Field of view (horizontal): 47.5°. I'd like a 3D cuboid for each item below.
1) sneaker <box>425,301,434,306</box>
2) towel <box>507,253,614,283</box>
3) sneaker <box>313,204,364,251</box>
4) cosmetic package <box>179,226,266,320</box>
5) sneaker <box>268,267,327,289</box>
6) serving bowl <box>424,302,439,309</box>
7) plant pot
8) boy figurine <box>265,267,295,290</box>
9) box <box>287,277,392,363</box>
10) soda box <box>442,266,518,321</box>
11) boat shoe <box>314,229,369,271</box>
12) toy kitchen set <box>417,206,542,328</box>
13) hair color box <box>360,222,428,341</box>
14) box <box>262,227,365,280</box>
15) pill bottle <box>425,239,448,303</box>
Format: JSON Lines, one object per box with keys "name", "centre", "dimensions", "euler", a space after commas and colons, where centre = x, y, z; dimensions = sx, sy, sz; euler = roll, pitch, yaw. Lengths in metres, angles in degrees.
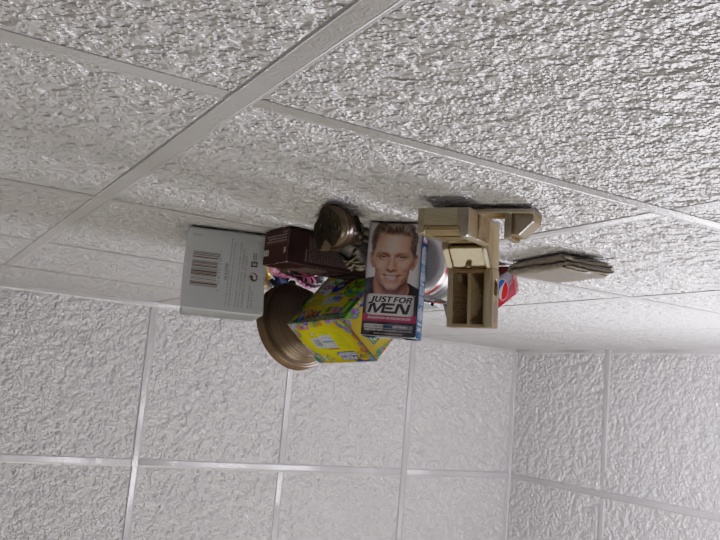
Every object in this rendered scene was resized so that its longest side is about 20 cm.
{"name": "sneaker", "centre": [0.088, 0.044, 1.974], "dimensions": [0.200, 0.088, 0.074], "euler": [0, 170, 31]}
{"name": "towel", "centre": [0.402, -0.004, 1.655], "dimensions": [0.132, 0.035, 0.200], "euler": [10, 171, -22]}
{"name": "sneaker", "centre": [-0.027, -0.076, 1.372], "dimensions": [0.075, 0.071, 0.200], "euler": [-12, 179, -14]}
{"name": "cosmetic package", "centre": [-0.287, 0.012, 1.712], "dimensions": [0.166, 0.168, 0.200], "euler": [6, 172, -12]}
{"name": "sneaker", "centre": [-0.111, -0.010, 1.817], "dimensions": [0.095, 0.079, 0.200], "euler": [-15, 162, 35]}
{"name": "serving bowl", "centre": [0.108, 0.057, 2.124], "dimensions": [0.200, 0.066, 0.200], "euler": [5, 172, 1]}
{"name": "plant pot", "centre": [-0.126, 0.113, 1.818], "dimensions": [0.201, 0.201, 0.093], "euler": [13, 149, -44]}
{"name": "boy figurine", "centre": [-0.240, 0.005, 1.884], "dimensions": [0.200, 0.064, 0.124], "euler": [25, -163, -41]}
{"name": "box", "centre": [-0.009, 0.084, 1.711], "dimensions": [0.200, 0.193, 0.122], "euler": [-10, 124, 52]}
{"name": "soda box", "centre": [0.255, 0.053, 1.723], "dimensions": [0.070, 0.064, 0.200], "euler": [-3, -162, 41]}
{"name": "boat shoe", "centre": [0.004, -0.035, 1.534], "dimensions": [0.200, 0.073, 0.074], "euler": [11, 170, -34]}
{"name": "toy kitchen set", "centre": [0.196, -0.002, 1.277], "dimensions": [0.163, 0.181, 0.200], "euler": [0, 175, 23]}
{"name": "hair color box", "centre": [0.061, 0.019, 1.433], "dimensions": [0.100, 0.200, 0.061], "euler": [2, 172, 15]}
{"name": "box", "centre": [-0.083, -0.031, 1.627], "dimensions": [0.200, 0.075, 0.100], "euler": [9, 171, -34]}
{"name": "pill bottle", "centre": [0.141, 0.002, 1.561], "dimensions": [0.116, 0.116, 0.200], "euler": [1, 170, 27]}
